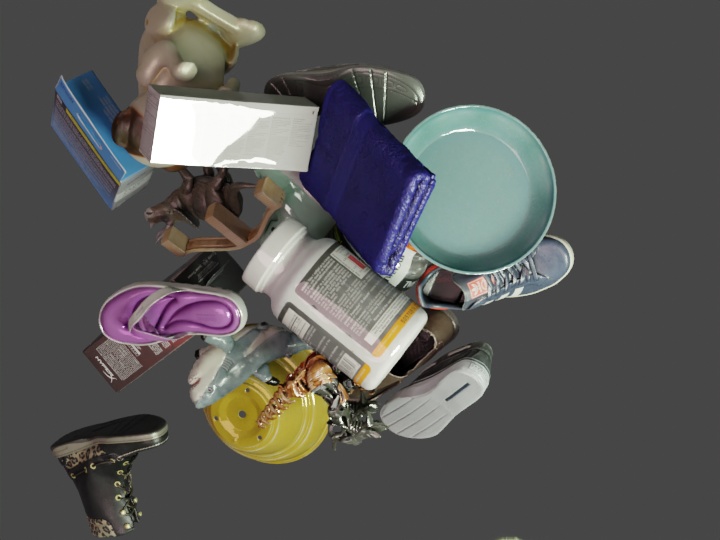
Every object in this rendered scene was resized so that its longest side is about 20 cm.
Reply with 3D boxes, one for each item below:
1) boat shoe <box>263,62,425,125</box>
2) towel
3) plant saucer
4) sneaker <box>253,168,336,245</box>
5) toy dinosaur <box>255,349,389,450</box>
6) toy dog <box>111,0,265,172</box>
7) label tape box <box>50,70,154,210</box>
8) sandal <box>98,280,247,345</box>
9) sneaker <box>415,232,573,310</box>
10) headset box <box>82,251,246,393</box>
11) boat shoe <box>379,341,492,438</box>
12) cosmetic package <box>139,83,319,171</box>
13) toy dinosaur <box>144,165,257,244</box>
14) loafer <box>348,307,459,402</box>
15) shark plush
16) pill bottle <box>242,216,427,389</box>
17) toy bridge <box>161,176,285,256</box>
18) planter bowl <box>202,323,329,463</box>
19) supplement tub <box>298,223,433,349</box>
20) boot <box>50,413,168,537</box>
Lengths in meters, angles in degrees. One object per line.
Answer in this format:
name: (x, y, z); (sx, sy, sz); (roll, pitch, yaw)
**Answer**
boat shoe: (-0.016, -0.219, 1.643); (0.201, 0.065, 0.075); (0, 115, 19)
towel: (0.008, -0.108, 1.563); (0.200, 0.049, 0.148); (52, 134, 39)
plant saucer: (0.130, -0.093, 1.593); (0.198, 0.036, 0.202); (1, 85, -7)
sneaker: (-0.118, -0.097, 1.705); (0.200, 0.074, 0.118); (44, 110, 2)
toy dinosaur: (-0.031, 0.136, 1.646); (0.199, 0.102, 0.136); (-22, 108, 23)
toy dog: (-0.232, -0.224, 1.641); (0.193, 0.139, 0.201); (-7, 62, 40)
label tape box: (-0.324, -0.170, 1.708); (0.144, 0.066, 0.200); (55, 160, 0)
sandal: (-0.237, 0.054, 1.645); (0.201, 0.050, 0.083); (-8, 108, 20)
sneaker: (0.158, 0.010, 1.627); (0.199, 0.084, 0.075); (-17, 99, 24)
headset box: (-0.244, 0.053, 1.758); (0.200, 0.149, 0.077); (-37, 98, 27)
boat shoe: (0.103, 0.151, 1.700); (0.072, 0.071, 0.200); (45, 137, -11)
cosmetic package: (-0.152, -0.166, 1.575); (0.051, 0.199, 0.083); (44, 127, 54)
toy dinosaur: (-0.188, -0.096, 1.731); (0.199, 0.077, 0.103); (0, 110, 35)
loafer: (0.033, 0.110, 1.712); (0.200, 0.071, 0.073); (-40, 89, 26)
shark plush: (-0.131, 0.117, 1.743); (0.091, 0.199, 0.084); (-45, 59, 55)
pill bottle: (-0.031, 0.035, 1.555); (0.200, 0.116, 0.117); (39, 115, 5)
toy bridge: (-0.165, -0.056, 1.688); (0.199, 0.027, 0.067); (-24, 130, 38)
planter bowl: (-0.142, 0.178, 1.794); (0.199, 0.083, 0.202); (6, 107, 20)
supplement tub: (0.000, 0.000, 1.664); (0.122, 0.122, 0.200); (43, 116, 4)
boot: (-0.332, 0.291, 1.908); (0.203, 0.073, 0.155); (-13, 102, 31)
